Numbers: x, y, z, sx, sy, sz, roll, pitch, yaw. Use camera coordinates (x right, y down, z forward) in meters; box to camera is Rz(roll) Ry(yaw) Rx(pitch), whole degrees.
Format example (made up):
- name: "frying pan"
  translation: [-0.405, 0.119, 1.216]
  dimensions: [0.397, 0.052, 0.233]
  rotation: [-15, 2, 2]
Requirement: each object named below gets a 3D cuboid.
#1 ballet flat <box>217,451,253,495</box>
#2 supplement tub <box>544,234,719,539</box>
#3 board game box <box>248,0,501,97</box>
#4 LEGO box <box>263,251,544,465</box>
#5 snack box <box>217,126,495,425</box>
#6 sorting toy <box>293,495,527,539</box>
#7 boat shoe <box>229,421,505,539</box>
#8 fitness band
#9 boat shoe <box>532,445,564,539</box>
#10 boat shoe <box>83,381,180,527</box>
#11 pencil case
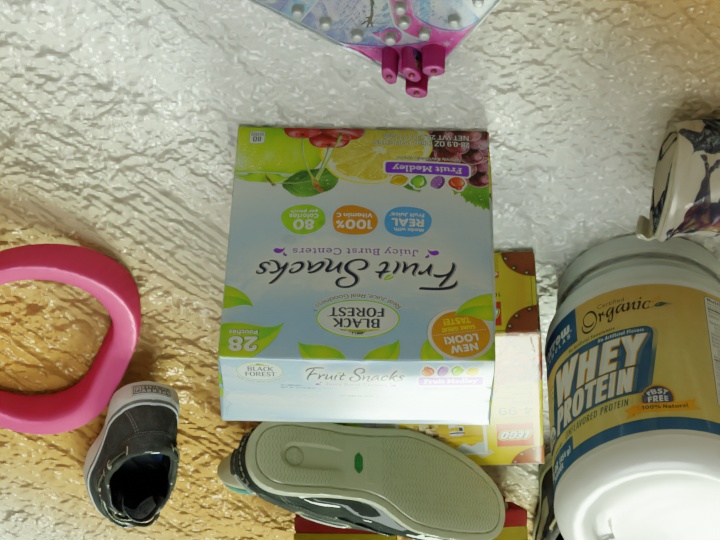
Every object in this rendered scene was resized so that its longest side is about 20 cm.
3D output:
- name: "ballet flat"
  translation: [-0.009, 0.132, 1.527]
  dimensions: [0.198, 0.070, 0.070]
  rotation: [1, 138, -2]
- name: "supplement tub"
  translation: [0.197, 0.090, 1.364]
  dimensions: [0.143, 0.201, 0.145]
  rotation: [0, 138, 0]
- name: "board game box"
  translation: [0.009, -0.203, 1.178]
  dimensions: [0.199, 0.026, 0.200]
  rotation: [24, 133, -23]
- name: "LEGO box"
  translation: [0.029, 0.067, 1.435]
  dimensions: [0.198, 0.078, 0.150]
  rotation: [-3, 137, 4]
- name: "snack box"
  translation: [0.000, 0.000, 1.272]
  dimensions: [0.167, 0.201, 0.068]
  rotation: [0, 138, 0]
- name: "sorting toy"
  translation: [0.031, 0.209, 1.538]
  dimensions: [0.197, 0.070, 0.200]
  rotation: [-2, 179, -4]
- name: "boat shoe"
  translation: [0.006, 0.150, 1.428]
  dimensions: [0.199, 0.072, 0.068]
  rotation: [15, 154, -16]
- name: "fitness band"
  translation: [-0.236, 0.050, 1.455]
  dimensions: [0.143, 0.038, 0.200]
  rotation: [15, 137, -15]
- name: "boat shoe"
  translation: [0.170, 0.218, 1.598]
  dimensions: [0.074, 0.074, 0.201]
  rotation: [-6, 137, 8]
- name: "boat shoe"
  translation: [-0.167, 0.157, 1.530]
  dimensions: [0.069, 0.067, 0.200]
  rotation: [3, 148, -16]
- name: "pencil case"
  translation: [0.280, -0.049, 1.300]
  dimensions: [0.198, 0.078, 0.090]
  rotation: [4, 118, -3]
